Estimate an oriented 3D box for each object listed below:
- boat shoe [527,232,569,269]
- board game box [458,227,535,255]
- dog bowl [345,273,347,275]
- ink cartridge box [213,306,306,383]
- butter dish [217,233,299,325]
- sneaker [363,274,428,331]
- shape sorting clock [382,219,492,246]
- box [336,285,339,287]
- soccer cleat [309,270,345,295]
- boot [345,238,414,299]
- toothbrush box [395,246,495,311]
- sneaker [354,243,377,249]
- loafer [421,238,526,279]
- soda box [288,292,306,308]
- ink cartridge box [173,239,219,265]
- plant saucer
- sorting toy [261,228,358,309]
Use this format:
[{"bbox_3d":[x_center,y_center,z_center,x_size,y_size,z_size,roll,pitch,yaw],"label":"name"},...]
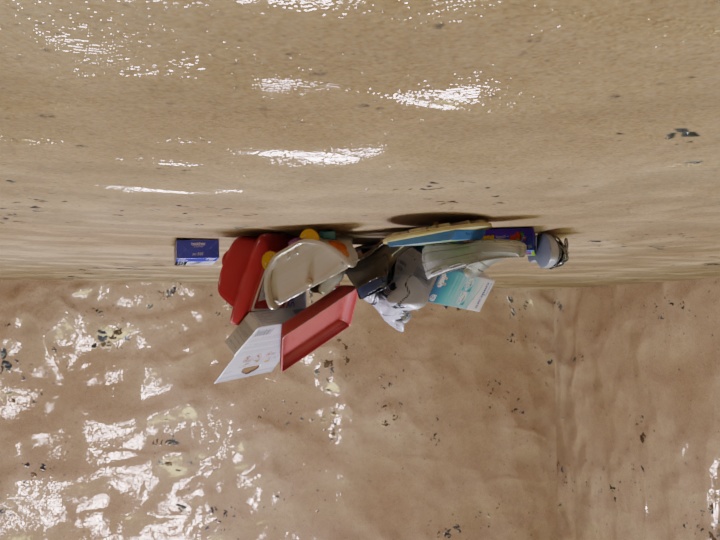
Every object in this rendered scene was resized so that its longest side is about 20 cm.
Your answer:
[{"bbox_3d":[0.401,-0.038,1.641,0.068,0.074,0.199,3,177,1],"label":"boat shoe"},{"bbox_3d":[0.254,-0.055,1.599,0.199,0.045,0.134,-1,176,14],"label":"board game box"},{"bbox_3d":[0.000,0.000,1.753,0.200,0.050,0.111,32,174,-6],"label":"dog bowl"},{"bbox_3d":[-0.214,0.156,1.681,0.176,0.045,0.200,-49,158,22],"label":"ink cartridge box"},{"bbox_3d":[-0.229,0.000,1.657,0.148,0.201,0.199,25,-170,25],"label":"butter dish"},{"bbox_3d":[0.091,0.069,1.627,0.115,0.075,0.200,47,158,-29],"label":"sneaker"},{"bbox_3d":[0.139,-0.069,1.425,0.199,0.039,0.200,-5,180,0],"label":"shape sorting clock"},{"bbox_3d":[-0.157,-0.003,1.940,0.199,0.103,0.095,1,176,-31],"label":"box"},{"bbox_3d":[-0.090,0.012,1.694,0.069,0.078,0.200,39,171,-15],"label":"soccer cleat"},{"bbox_3d":[0.060,-0.014,1.578,0.200,0.097,0.075,-21,175,30],"label":"boot"},{"bbox_3d":[0.176,0.011,1.727,0.200,0.085,0.146,10,-160,-47],"label":"toothbrush box"},{"bbox_3d":[0.058,-0.022,1.817,0.199,0.082,0.078,1,177,8],"label":"sneaker"},{"bbox_3d":[0.208,-0.020,1.435,0.200,0.070,0.070,-5,180,32],"label":"loafer"},{"bbox_3d":[-0.159,0.038,1.806,0.068,0.201,0.063,-1,178,-2],"label":"soda box"},{"bbox_3d":[-0.380,-0.041,1.805,0.094,0.044,0.200,-1,176,-15],"label":"ink cartridge box"},{"bbox_3d":[-0.098,0.118,1.690,0.200,0.037,0.200,-33,160,-21],"label":"plant saucer"},{"bbox_3d":[-0.093,-0.028,1.583,0.200,0.107,0.180,-28,-177,23],"label":"sorting toy"}]
